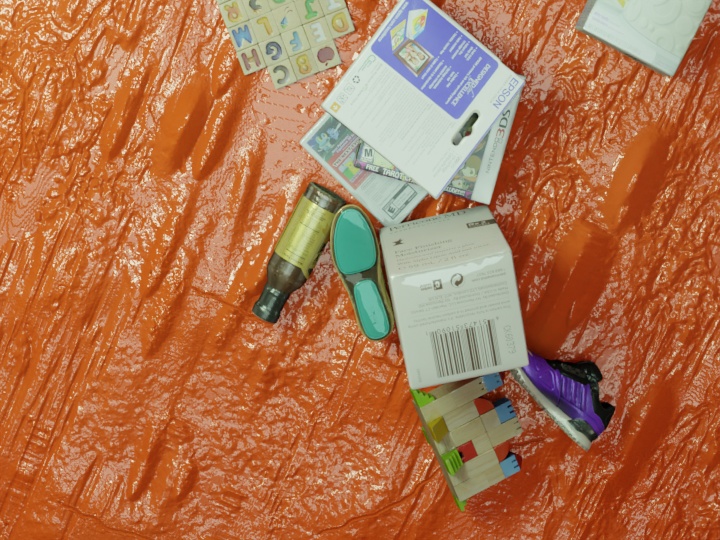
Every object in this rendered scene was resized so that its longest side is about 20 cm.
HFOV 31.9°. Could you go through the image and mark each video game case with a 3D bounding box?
[{"bbox_3d":[0.107,-0.203,1.711,0.197,0.036,0.184,15,100,-4],"label":"video game case"},{"bbox_3d":[0.046,-0.188,1.743,0.182,0.023,0.200,43,98,-9],"label":"video game case"}]

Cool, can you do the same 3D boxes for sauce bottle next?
[{"bbox_3d":[-0.090,-0.023,1.753,0.064,0.065,0.202,28,101,-7],"label":"sauce bottle"}]

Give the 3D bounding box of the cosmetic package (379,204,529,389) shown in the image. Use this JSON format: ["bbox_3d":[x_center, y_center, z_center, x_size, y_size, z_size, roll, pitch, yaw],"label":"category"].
[{"bbox_3d":[0.122,0.032,1.691,0.162,0.200,0.167,-12,110,0],"label":"cosmetic package"}]

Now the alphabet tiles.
[{"bbox_3d":[-0.106,-0.359,1.711,0.164,0.006,0.202,-21,102,2],"label":"alphabet tiles"}]

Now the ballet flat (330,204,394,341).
[{"bbox_3d":[0.000,0.000,1.757,0.068,0.063,0.203,-11,107,4],"label":"ballet flat"}]

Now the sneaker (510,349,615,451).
[{"bbox_3d":[0.290,0.156,1.802,0.099,0.070,0.200,-43,104,0],"label":"sneaker"}]

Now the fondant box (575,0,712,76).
[{"bbox_3d":[0.400,-0.385,1.694,0.143,0.058,0.202,25,99,-6],"label":"fondant box"}]

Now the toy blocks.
[{"bbox_3d":[0.167,0.229,1.804,0.135,0.100,0.202,-25,101,-8],"label":"toy blocks"}]

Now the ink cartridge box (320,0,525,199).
[{"bbox_3d":[0.082,-0.233,1.663,0.199,0.043,0.199,38,98,-5],"label":"ink cartridge box"}]
